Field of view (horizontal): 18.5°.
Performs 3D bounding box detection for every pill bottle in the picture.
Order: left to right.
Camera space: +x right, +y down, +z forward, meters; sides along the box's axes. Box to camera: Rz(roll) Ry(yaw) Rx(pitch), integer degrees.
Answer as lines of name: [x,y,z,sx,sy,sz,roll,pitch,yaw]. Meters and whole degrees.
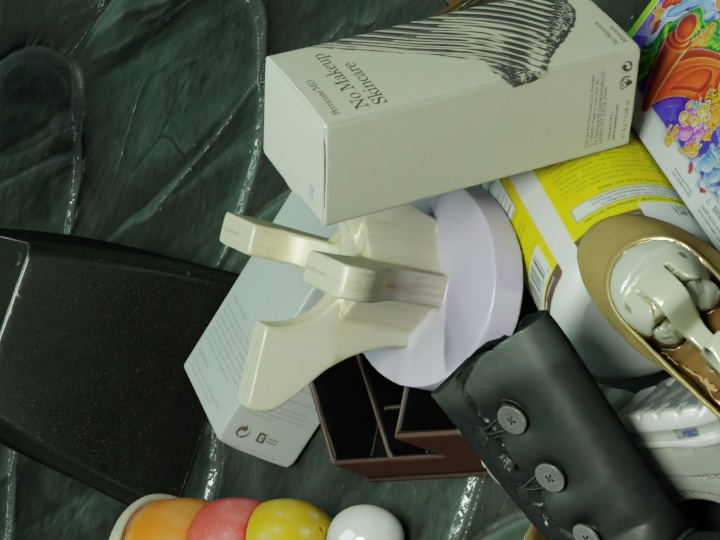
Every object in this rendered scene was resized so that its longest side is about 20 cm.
pill bottle: [0.135,-0.035,1.305,0.109,0.109,0.200,-54,34,23]

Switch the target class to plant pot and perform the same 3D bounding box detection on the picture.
plant pot: [-0.232,0.063,1.743,0.200,0.177,0.200,13,84,57]

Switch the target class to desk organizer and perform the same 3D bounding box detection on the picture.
desk organizer: [0.039,0.088,1.410,0.200,0.077,0.072,-11,63,54]

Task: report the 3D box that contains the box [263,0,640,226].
box: [0.051,-0.094,1.232,0.082,0.199,0.069,49,147,43]

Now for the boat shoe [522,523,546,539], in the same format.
boat shoe: [0.081,0.197,1.217,0.072,0.072,0.200,-59,-9,29]

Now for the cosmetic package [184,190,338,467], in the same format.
cosmetic package: [-0.038,0.026,1.570,0.200,0.074,0.102,-55,34,17]

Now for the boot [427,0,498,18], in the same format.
boot: [0.052,-0.116,1.479,0.200,0.075,0.097,-42,44,2]

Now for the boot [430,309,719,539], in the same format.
boot: [0.144,0.105,1.149,0.165,0.066,0.200,-36,83,41]

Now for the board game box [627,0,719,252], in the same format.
board game box: [0.222,-0.103,1.241,0.135,0.045,0.200,-55,34,22]

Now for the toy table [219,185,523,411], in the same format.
toy table: [0.000,0.000,1.313,0.200,0.117,0.185,-3,77,63]

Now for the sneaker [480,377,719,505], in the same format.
sneaker: [0.144,0.111,1.234,0.200,0.075,0.082,-12,105,53]

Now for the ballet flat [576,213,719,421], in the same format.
ballet flat: [0.180,0.031,1.130,0.069,0.063,0.200,-45,61,1]

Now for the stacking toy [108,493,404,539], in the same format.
stacking toy: [-0.058,0.196,1.475,0.199,0.146,0.147,-23,52,29]
